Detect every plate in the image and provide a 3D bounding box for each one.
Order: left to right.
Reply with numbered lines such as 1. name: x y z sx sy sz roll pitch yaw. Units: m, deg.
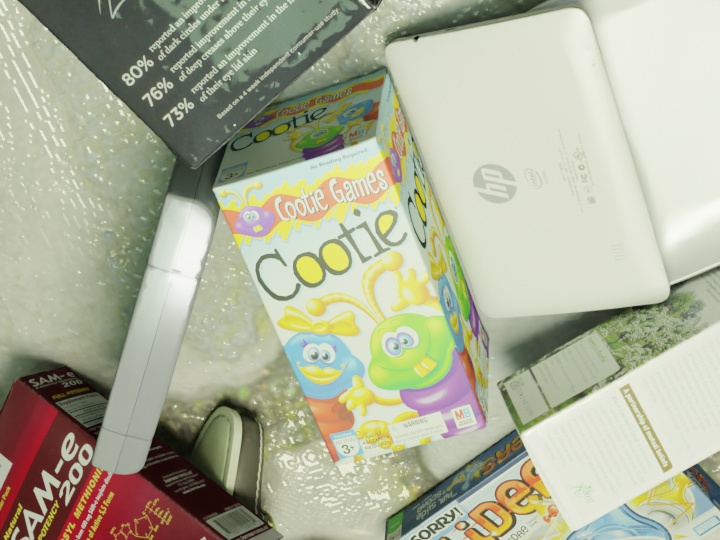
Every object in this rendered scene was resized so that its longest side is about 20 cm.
1. plate: 0.219 -0.108 0.872 0.198 0.032 0.201 -24 114 17

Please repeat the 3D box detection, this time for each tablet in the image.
1. tablet: 0.101 -0.058 0.899 0.129 0.014 0.201 -6 121 29

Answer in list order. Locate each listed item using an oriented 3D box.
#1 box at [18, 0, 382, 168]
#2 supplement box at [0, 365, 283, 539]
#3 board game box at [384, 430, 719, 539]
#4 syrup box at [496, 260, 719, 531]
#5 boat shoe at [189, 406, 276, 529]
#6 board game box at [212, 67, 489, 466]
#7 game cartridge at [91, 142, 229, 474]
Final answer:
1. box: -0.103 -0.184 0.819 0.148 0.105 0.200 -37 109 22
2. supplement box: -0.160 0.165 0.984 0.199 0.061 0.110 34 107 19
3. board game box: 0.133 0.173 1.033 0.200 0.035 0.135 -39 109 22
4. syrup box: 0.191 0.066 0.917 0.199 0.079 0.082 -29 110 4
5. boat shoe: -0.092 0.194 1.035 0.060 0.072 0.203 8 99 -26
6. board game box: 0.000 0.000 0.911 0.104 0.103 0.201 -16 116 14
7. game cartridge: -0.121 0.020 0.917 0.040 0.134 0.201 17 120 -4
